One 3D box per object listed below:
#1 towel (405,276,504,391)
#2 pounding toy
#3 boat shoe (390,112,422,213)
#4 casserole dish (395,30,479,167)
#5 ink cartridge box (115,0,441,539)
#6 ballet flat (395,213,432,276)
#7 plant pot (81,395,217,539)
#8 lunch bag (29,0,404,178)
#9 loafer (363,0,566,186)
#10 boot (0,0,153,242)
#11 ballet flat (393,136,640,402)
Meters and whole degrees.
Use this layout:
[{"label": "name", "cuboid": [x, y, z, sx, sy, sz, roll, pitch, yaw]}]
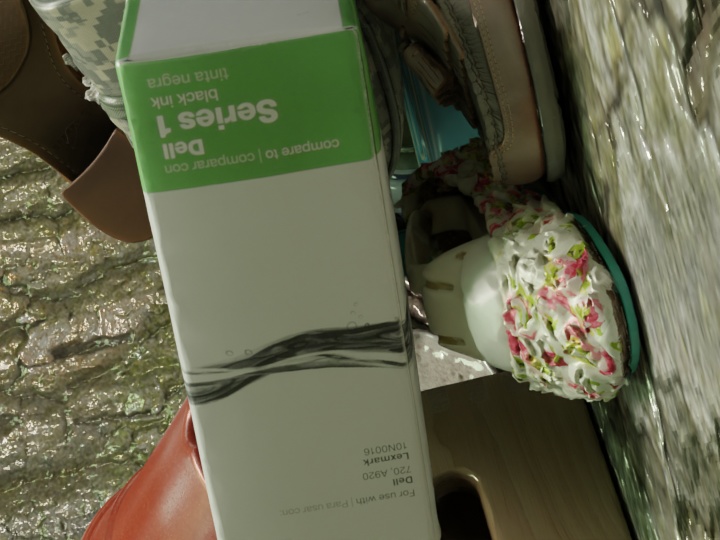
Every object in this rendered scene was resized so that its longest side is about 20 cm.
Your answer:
[{"label": "towel", "cuboid": [0.017, 0.054, 0.932, 0.200, 0.034, 0.133, 25, 145, 35]}, {"label": "pounding toy", "cuboid": [0.046, 0.163, 0.779, 0.185, 0.141, 0.201, 77, 179, -46]}, {"label": "boat shoe", "cuboid": [0.018, -0.098, 1.011, 0.200, 0.072, 0.062, -103, 6, -59]}, {"label": "casserole dish", "cuboid": [0.035, -0.103, 0.879, 0.121, 0.039, 0.201, -166, 62, -89]}, {"label": "ink cartridge box", "cuboid": [-0.028, -0.010, 0.706, 0.146, 0.084, 0.201, -98, 0, -67]}, {"label": "ballet flat", "cuboid": [0.000, 0.000, 0.992, 0.200, 0.072, 0.072, 36, 165, 17]}, {"label": "plant pot", "cuboid": [-0.053, 0.150, 1.129, 0.196, 0.200, 0.201, 118, 146, -48]}, {"label": "lunch bag", "cuboid": [-0.053, -0.130, 0.852, 0.168, 0.139, 0.200, 53, -163, -41]}, {"label": "loafer", "cuboid": [0.022, -0.114, 0.691, 0.072, 0.063, 0.201, 81, 176, -64]}, {"label": "boot", "cuboid": [-0.145, -0.104, 0.919, 0.200, 0.077, 0.155, 44, -169, -8]}, {"label": "ballet flat", "cuboid": [0.050, 0.002, 0.693, 0.200, 0.064, 0.076, -109, 6, -74]}]
